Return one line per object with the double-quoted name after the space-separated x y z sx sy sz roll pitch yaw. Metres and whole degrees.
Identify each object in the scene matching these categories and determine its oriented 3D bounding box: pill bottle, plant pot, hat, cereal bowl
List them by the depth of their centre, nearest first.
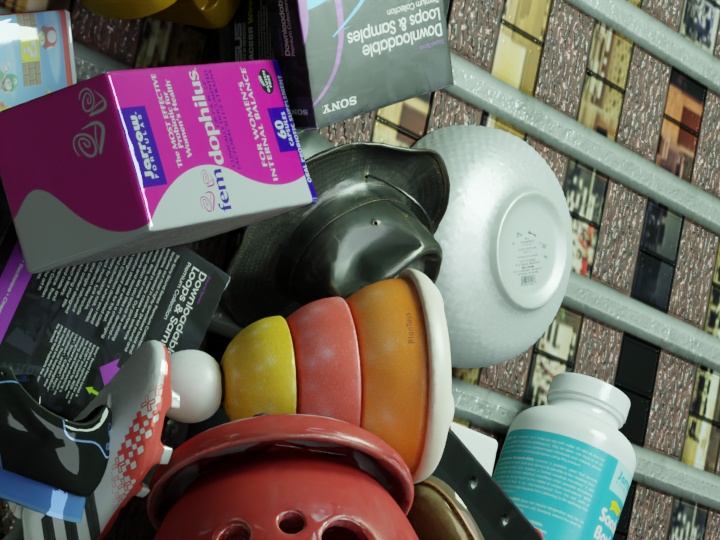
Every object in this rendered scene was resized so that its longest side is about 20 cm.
-0.048 0.207 1.389 0.200 0.200 0.183 37 37 -42 "plant pot"
0.000 0.000 1.564 0.200 0.081 0.201 -27 146 -20 "hat"
0.107 -0.019 1.741 0.200 0.083 0.201 -2 93 -48 "cereal bowl"
0.160 0.189 1.787 0.111 0.110 0.201 39 64 -41 "pill bottle"

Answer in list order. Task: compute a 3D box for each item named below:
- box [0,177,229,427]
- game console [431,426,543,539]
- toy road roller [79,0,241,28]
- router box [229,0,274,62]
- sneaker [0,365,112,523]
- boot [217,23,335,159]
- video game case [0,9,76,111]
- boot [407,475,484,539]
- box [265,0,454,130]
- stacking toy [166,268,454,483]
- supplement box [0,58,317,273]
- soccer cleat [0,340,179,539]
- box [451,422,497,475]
-0.183 0.027 1.432 0.200 0.036 0.143 36 73 -45 "box"
0.051 0.220 1.577 0.200 0.031 0.177 50 62 -36 "game console"
-0.126 -0.253 1.451 0.201 0.123 0.146 -61 144 -21 "toy road roller"
-0.020 -0.225 1.523 0.149 0.062 0.201 -3 91 -44 "router box"
-0.248 0.087 1.322 0.199 0.070 0.078 22 82 -18 "sneaker"
-0.044 -0.148 1.589 0.181 0.072 0.201 12 76 -49 "boot"
-0.259 -0.088 1.382 0.200 0.017 0.144 -13 101 -47 "video game case"
0.051 0.242 1.515 0.075 0.074 0.201 -20 112 -30 "boot"
-0.005 -0.206 1.458 0.143 0.036 0.201 -22 111 -42 "box"
-0.045 0.071 1.464 0.199 0.146 0.147 0 92 -12 "stacking toy"
-0.128 -0.068 1.368 0.200 0.103 0.102 -15 89 -59 "supplement box"
-0.183 0.129 1.392 0.085 0.069 0.201 19 111 -24 "soccer cleat"
0.000 0.201 1.614 0.152 0.106 0.201 25 73 -46 "box"
